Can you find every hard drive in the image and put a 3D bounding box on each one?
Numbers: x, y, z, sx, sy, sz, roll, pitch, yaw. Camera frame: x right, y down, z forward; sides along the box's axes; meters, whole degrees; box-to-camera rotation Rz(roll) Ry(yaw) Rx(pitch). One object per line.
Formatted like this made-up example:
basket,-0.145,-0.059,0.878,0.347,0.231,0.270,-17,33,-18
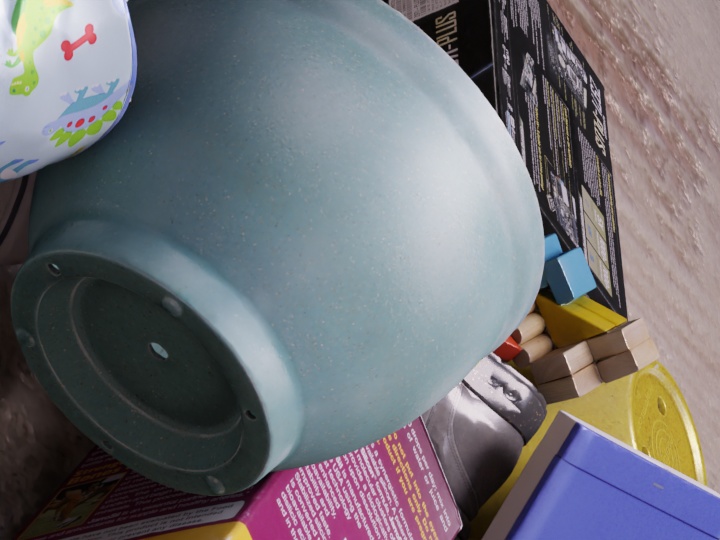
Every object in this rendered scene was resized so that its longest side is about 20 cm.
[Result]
hard drive,0.092,0.179,1.383,0.132,0.025,0.201,28,94,-41

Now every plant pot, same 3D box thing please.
plant pot,-0.048,-0.001,1.067,0.134,0.199,0.201,-50,123,-35
plant pot,0.100,0.112,1.483,0.200,0.141,0.201,41,40,-48

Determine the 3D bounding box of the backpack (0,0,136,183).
backpack,-0.185,-0.117,0.995,0.147,0.182,0.201,-26,100,-41

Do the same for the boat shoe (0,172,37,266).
boat shoe,-0.154,-0.092,1.118,0.071,0.069,0.201,53,-40,48

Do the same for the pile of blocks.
pile of blocks,0.054,0.005,1.416,0.062,0.199,0.083,-26,132,-52

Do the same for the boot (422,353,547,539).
boot,-0.012,0.067,1.353,0.199,0.070,0.132,36,69,-9

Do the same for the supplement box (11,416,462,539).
supplement box,-0.057,0.122,1.169,0.104,0.130,0.200,67,27,-15

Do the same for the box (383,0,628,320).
box,0.074,-0.071,1.583,0.164,0.086,0.201,50,27,-41
